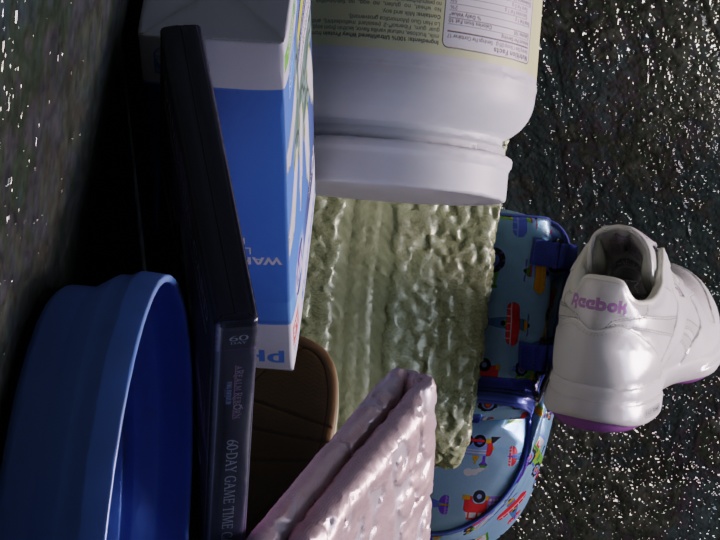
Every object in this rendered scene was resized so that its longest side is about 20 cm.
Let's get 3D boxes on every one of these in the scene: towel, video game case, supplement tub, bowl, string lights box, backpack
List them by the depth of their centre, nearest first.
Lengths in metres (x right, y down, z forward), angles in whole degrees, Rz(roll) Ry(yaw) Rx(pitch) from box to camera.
[{"bbox_3d":[-0.090,0.100,0.936,0.201,0.039,0.202,5,90,-86],"label":"bowl"},{"bbox_3d":[-0.061,0.028,1.058,0.201,0.019,0.143,97,-16,-49],"label":"video game case"},{"bbox_3d":[-0.019,0.166,1.111,0.191,0.032,0.201,-47,149,-53],"label":"towel"},{"bbox_3d":[-0.052,-0.061,1.144,0.201,0.059,0.103,89,5,-51],"label":"string lights box"},{"bbox_3d":[0.015,-0.137,1.314,0.145,0.144,0.201,30,64,-85],"label":"supplement tub"},{"bbox_3d":[0.000,0.000,1.423,0.036,0.148,0.201,-175,-91,-68],"label":"towel"},{"bbox_3d":[0.024,0.060,1.528,0.135,0.182,0.201,-20,120,-89],"label":"backpack"}]

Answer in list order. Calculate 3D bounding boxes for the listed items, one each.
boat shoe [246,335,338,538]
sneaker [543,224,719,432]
[{"bbox_3d":[-0.057,0.119,1.218,0.065,0.072,0.201,95,7,-57],"label":"boat shoe"},{"bbox_3d":[0.153,0.017,1.493,0.200,0.074,0.100,-40,136,-67],"label":"sneaker"}]
